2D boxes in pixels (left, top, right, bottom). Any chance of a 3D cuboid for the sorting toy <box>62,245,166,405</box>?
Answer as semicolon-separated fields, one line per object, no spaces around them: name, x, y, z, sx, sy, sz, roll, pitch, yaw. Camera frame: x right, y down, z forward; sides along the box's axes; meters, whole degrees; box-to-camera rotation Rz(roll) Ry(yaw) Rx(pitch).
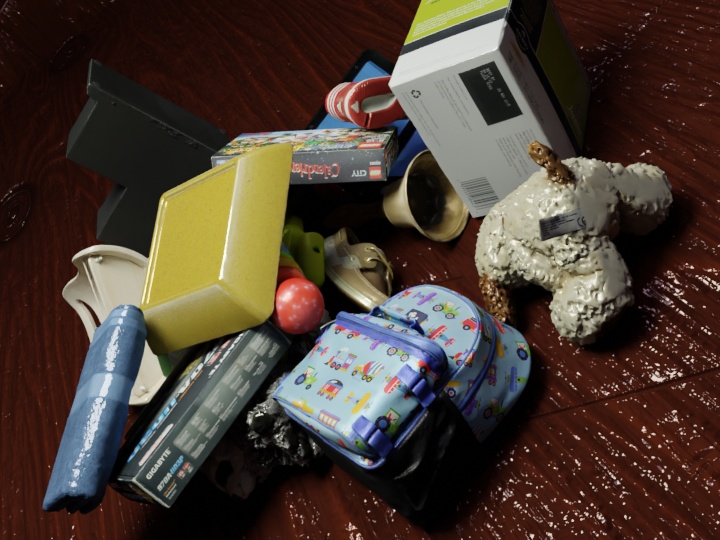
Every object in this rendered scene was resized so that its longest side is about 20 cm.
sorting toy;-0.323;0.070;1.199;0.179;0.202;0.106;-14;6;42

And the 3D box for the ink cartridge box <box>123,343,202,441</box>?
ink cartridge box;-0.218;0.114;1.066;0.200;0.048;0.146;-53;-9;-21

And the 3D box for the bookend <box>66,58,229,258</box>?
bookend;-0.298;-0.124;1.175;0.201;0.198;0.092;-54;28;19

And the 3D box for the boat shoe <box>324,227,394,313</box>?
boat shoe;0.000;0.000;1.039;0.066;0.074;0.200;-45;34;0

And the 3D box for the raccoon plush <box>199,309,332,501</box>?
raccoon plush;-0.093;0.146;0.958;0.133;0.097;0.201;-24;26;35

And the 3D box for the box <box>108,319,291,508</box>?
box;-0.169;0.142;0.927;0.201;0.046;0.159;-54;15;-24

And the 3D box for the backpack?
backpack;0.046;0.095;0.831;0.200;0.135;0.182;-47;34;-13

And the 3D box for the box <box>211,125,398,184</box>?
box;-0.060;-0.135;1.082;0.198;0.038;0.137;-2;19;9

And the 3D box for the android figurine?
android figurine;-0.099;0.035;1.064;0.182;0.041;0.201;-47;31;38

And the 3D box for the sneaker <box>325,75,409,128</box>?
sneaker;0.047;-0.221;1.142;0.198;0.079;0.115;-7;17;-30

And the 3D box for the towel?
towel;-0.259;0.140;0.921;0.112;0.048;0.202;-36;39;54

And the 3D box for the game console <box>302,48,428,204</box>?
game console;0.047;-0.188;1.176;0.175;0.117;0.201;5;54;47

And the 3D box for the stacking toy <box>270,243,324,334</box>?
stacking toy;-0.093;0.005;0.952;0.085;0.086;0.200;-43;33;-6

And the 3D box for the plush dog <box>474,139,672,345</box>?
plush dog;0.172;-0.036;0.874;0.172;0.160;0.201;-30;27;58

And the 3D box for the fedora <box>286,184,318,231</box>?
fedora;-0.129;-0.082;1.235;0.199;0.092;0.202;-19;44;20

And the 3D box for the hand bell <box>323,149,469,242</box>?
hand bell;0.025;-0.072;1.100;0.199;0.104;0.105;-11;42;49

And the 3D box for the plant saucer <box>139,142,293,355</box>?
plant saucer;-0.161;-0.028;0.956;0.199;0.048;0.202;-18;56;41

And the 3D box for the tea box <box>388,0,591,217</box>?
tea box;0.153;-0.206;1.019;0.133;0.200;0.198;-12;41;34
